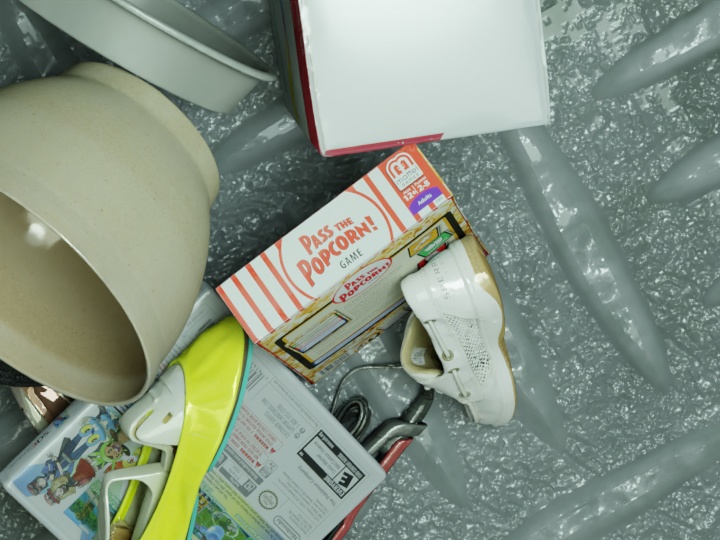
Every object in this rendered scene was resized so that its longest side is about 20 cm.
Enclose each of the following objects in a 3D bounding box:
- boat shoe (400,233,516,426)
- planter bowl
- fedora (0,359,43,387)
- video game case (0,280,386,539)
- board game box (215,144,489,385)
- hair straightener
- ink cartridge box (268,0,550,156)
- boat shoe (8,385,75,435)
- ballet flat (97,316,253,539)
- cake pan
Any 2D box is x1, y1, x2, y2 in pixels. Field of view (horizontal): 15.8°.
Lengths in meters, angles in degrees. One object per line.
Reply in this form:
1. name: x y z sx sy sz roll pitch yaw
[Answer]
1. boat shoe: 0.058 0.047 1.688 0.069 0.071 0.200 -21 147 -4
2. planter bowl: -0.167 -0.036 1.530 0.200 0.200 0.135 48 60 -16
3. fedora: -0.211 -0.023 1.658 0.199 0.092 0.202 -4 104 -15
4. video game case: -0.106 0.133 1.685 0.182 0.022 0.200 -44 121 -3
5. board game box: 0.000 0.000 1.644 0.151 0.200 0.046 -37 77 1
6. hair straightener: -0.023 0.137 1.755 0.077 0.041 0.200 38 96 -16
7. ink cartridge box: 0.023 -0.165 1.604 0.145 0.200 0.145 -10 103 -7
8. boat shoe: -0.154 0.113 1.716 0.072 0.076 0.200 -44 115 3
9. ballet flat: -0.125 0.120 1.621 0.067 0.067 0.201 11 107 -25
10. cake pan: -0.144 -0.155 1.578 0.200 0.200 0.037 30 98 -15
